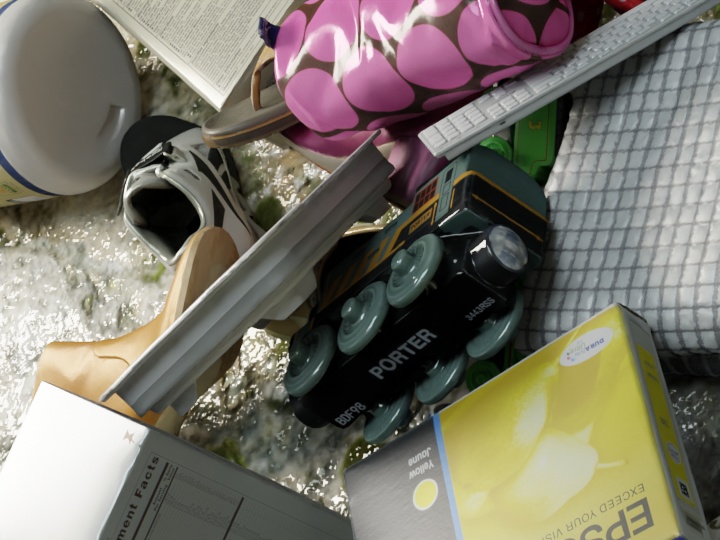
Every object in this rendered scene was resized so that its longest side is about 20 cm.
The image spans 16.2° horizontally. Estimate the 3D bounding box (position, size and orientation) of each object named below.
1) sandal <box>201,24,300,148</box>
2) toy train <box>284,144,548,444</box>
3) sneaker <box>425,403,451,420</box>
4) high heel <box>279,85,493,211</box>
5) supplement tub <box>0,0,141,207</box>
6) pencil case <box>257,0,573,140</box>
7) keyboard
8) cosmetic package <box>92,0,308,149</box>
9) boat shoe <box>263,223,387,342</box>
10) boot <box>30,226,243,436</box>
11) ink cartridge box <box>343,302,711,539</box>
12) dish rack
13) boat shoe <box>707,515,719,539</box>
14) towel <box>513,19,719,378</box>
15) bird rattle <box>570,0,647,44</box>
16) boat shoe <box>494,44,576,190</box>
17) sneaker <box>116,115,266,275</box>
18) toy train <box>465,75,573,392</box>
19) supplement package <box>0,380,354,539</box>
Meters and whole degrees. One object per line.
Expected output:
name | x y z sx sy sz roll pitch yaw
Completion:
sandal | -0.022 -0.145 1.627 0.199 0.055 0.082 -33 14 -1
toy train | 0.030 0.016 1.445 0.200 0.085 0.114 -41 25 42
sneaker | 0.059 0.184 1.423 0.115 0.080 0.200 -50 43 24
high heel | 0.015 -0.098 1.599 0.096 0.067 0.200 -59 25 -1
supplement tub | -0.272 -0.117 1.835 0.199 0.144 0.145 -8 63 40
pencil case | 0.034 -0.143 1.477 0.199 0.091 0.094 -15 60 45
keyboard | 0.123 -0.120 1.427 0.199 0.011 0.056 -30 23 0
cosmetic package | -0.094 -0.178 1.753 0.105 0.071 0.200 -54 43 8
boat shoe | 0.000 0.000 1.577 0.199 0.063 0.074 -12 61 39
boot | -0.152 0.058 1.645 0.143 0.071 0.203 16 105 36
ink cartridge box | 0.087 0.148 1.317 0.197 0.047 0.201 -33 46 25
dish rack | -0.056 0.008 1.480 0.172 0.044 0.200 -44 2 32
boat shoe | 0.177 0.175 1.317 0.200 0.071 0.069 -45 44 3
towel | 0.182 -0.038 1.413 0.165 0.085 0.201 -4 65 46
bird rattle | 0.132 -0.232 1.515 0.113 0.163 0.200 -36 92 37
boat shoe | 0.104 -0.144 1.551 0.072 0.068 0.201 -11 62 38
sneaker | -0.128 -0.055 1.711 0.074 0.088 0.200 -51 42 12
toy train | 0.096 -0.015 1.484 0.056 0.042 0.201 1 86 21
supplement package | -0.111 0.159 1.496 0.109 0.200 0.114 18 81 46
